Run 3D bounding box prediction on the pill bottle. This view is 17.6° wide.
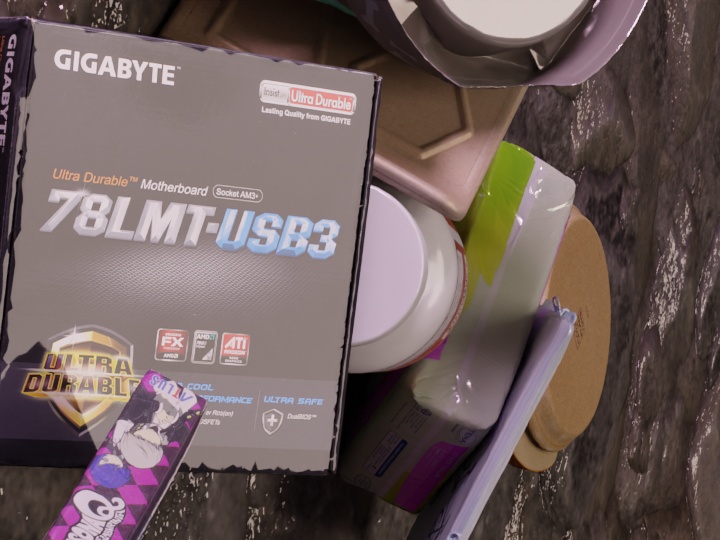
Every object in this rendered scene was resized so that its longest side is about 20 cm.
[{"bbox_3d":[0.000,0.000,1.274,0.200,0.111,0.113,24,73,-84],"label":"pill bottle"}]

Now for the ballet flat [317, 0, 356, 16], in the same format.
[{"bbox_3d":[-0.053,-0.186,1.189,0.200,0.070,0.068,32,61,-47],"label":"ballet flat"}]

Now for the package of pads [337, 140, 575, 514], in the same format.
[{"bbox_3d":[0.061,0.040,1.470,0.201,0.068,0.155,-67,-175,-32],"label":"package of pads"}]

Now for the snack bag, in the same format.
[{"bbox_3d":[0.082,0.104,1.431,0.190,0.021,0.200,-62,-178,0],"label":"snack bag"}]

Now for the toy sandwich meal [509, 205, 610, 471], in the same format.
[{"bbox_3d":[0.129,0.048,1.717,0.205,0.070,0.207,2,90,-67],"label":"toy sandwich meal"}]

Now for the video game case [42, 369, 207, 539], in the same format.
[{"bbox_3d":[-0.144,0.164,1.002,0.200,0.036,0.182,-58,-177,44],"label":"video game case"}]

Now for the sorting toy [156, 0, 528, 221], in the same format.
[{"bbox_3d":[0.002,-0.128,1.254,0.037,0.184,0.201,-58,-177,47],"label":"sorting toy"}]

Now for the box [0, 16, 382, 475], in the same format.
[{"bbox_3d":[-0.090,-0.007,1.090,0.199,0.050,0.200,7,92,-36],"label":"box"}]

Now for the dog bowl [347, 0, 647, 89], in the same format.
[{"bbox_3d":[0.067,-0.188,1.201,0.199,0.058,0.202,-5,98,-36],"label":"dog bowl"}]
